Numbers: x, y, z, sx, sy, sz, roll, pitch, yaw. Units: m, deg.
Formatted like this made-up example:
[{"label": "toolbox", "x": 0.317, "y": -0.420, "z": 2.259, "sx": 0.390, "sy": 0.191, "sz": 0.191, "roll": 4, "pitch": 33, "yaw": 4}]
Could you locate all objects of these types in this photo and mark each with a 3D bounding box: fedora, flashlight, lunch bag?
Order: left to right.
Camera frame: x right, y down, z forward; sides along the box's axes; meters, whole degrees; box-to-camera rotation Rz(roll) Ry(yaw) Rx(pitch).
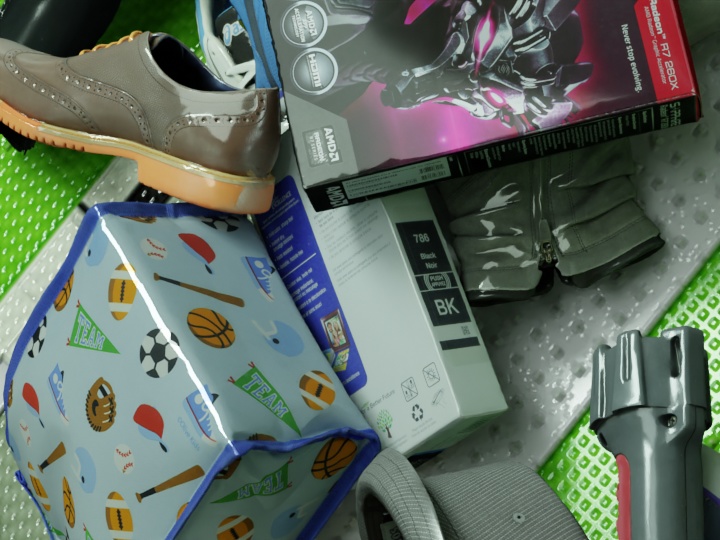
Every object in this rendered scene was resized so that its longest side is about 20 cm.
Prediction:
[{"label": "lunch bag", "x": -0.100, "y": 0.090, "z": 1.515, "sx": 0.200, "sy": 0.123, "sz": 0.170, "roll": -56, "pitch": 51, "yaw": 34}, {"label": "fedora", "x": 0.069, "y": 0.168, "z": 1.385, "sx": 0.090, "sy": 0.177, "sz": 0.201, "roll": -17, "pitch": 55, "yaw": -11}, {"label": "flashlight", "x": 0.126, "y": 0.130, "z": 1.323, "sx": 0.067, "sy": 0.068, "sz": 0.201, "roll": -3, "pitch": 66, "yaw": 8}]

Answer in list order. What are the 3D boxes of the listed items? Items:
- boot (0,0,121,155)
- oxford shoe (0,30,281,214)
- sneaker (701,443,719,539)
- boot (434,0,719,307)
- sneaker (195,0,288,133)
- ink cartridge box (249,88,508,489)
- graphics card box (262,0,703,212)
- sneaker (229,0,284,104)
[{"label": "boot", "x": -0.156, "y": -0.153, "z": 1.630, "sx": 0.163, "sy": 0.073, "sz": 0.198, "roll": -56, "pitch": 10, "yaw": -13}, {"label": "oxford shoe", "x": -0.122, "y": -0.094, "z": 1.531, "sx": 0.199, "sy": 0.071, "sz": 0.073, "roll": 21, "pitch": 107, "yaw": 24}, {"label": "sneaker", "x": 0.167, "y": 0.184, "z": 1.345, "sx": 0.147, "sy": 0.081, "sz": 0.200, "roll": -47, "pitch": 60, "yaw": 0}, {"label": "boot", "x": 0.125, "y": -0.064, "z": 1.493, "sx": 0.199, "sy": 0.068, "sz": 0.131, "roll": -23, "pitch": 80, "yaw": 2}, {"label": "sneaker", "x": -0.047, "y": -0.099, "z": 1.598, "sx": 0.072, "sy": 0.072, "sz": 0.201, "roll": -30, "pitch": 59, "yaw": 14}, {"label": "ink cartridge box", "x": 0.000, "y": 0.000, "z": 1.497, "sx": 0.099, "sy": 0.039, "sz": 0.201, "roll": -35, "pitch": 71, "yaw": 45}, {"label": "graphics card box", "x": 0.057, "y": -0.113, "z": 1.446, "sx": 0.199, "sy": 0.051, "sz": 0.126, "roll": -13, "pitch": 76, "yaw": 5}, {"label": "sneaker", "x": -0.047, "y": -0.176, "z": 1.556, "sx": 0.078, "sy": 0.066, "sz": 0.201, "roll": -31, "pitch": 58, "yaw": 34}]
